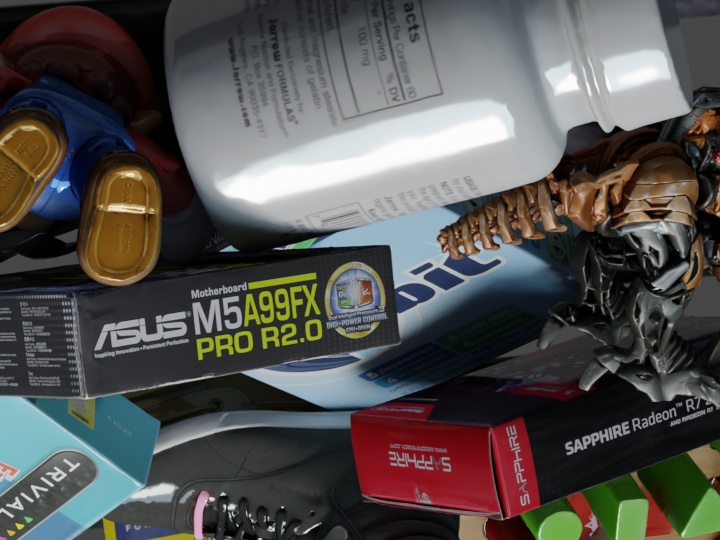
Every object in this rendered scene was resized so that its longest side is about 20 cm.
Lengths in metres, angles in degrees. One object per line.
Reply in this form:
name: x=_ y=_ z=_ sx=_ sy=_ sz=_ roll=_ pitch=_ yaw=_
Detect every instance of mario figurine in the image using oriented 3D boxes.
mario figurine: x=-0.124 y=-0.034 z=1.184 sx=0.106 sy=0.124 sz=0.200 roll=-29 pitch=-166 yaw=3

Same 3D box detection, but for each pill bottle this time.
pill bottle: x=0.029 y=-0.084 z=1.198 sx=0.199 sy=0.115 sz=0.114 roll=-14 pitch=152 yaw=12

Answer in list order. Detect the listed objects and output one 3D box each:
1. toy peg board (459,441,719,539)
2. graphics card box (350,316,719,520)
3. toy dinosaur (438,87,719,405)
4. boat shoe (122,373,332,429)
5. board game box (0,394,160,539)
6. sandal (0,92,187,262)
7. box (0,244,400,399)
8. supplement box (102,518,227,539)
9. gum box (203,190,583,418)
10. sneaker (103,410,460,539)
toy peg board: x=0.147 y=0.164 z=1.588 sx=0.199 sy=0.098 sz=0.200 roll=-6 pitch=117 yaw=-15
graphics card box: x=0.109 y=0.070 z=1.453 sx=0.199 sy=0.051 sz=0.125 roll=-16 pitch=-172 yaw=-31
toy dinosaur: x=0.134 y=-0.021 z=1.359 sx=0.199 sy=0.102 sz=0.136 roll=4 pitch=114 yaw=-1
boat shoe: x=-0.101 y=0.089 z=1.541 sx=0.199 sy=0.063 sz=0.073 roll=-5 pitch=152 yaw=-5
board game box: x=-0.219 y=0.068 z=1.373 sx=0.200 sy=0.047 sz=0.151 roll=38 pitch=125 yaw=-22
sandal: x=-0.149 y=-0.025 z=1.338 sx=0.199 sy=0.043 sz=0.076 roll=-26 pitch=147 yaw=30
box: x=-0.104 y=0.021 z=1.243 sx=0.160 sy=0.045 sz=0.200 roll=-8 pitch=-177 yaw=-36
supplement box: x=-0.064 y=0.186 z=1.639 sx=0.108 sy=0.110 sz=0.200 roll=-11 pitch=164 yaw=7
gum box: x=0.000 y=0.000 z=1.422 sx=0.169 sy=0.045 sz=0.200 roll=-26 pitch=148 yaw=31
sneaker: x=-0.037 y=0.129 z=1.490 sx=0.199 sy=0.100 sz=0.071 roll=-4 pitch=142 yaw=-11
